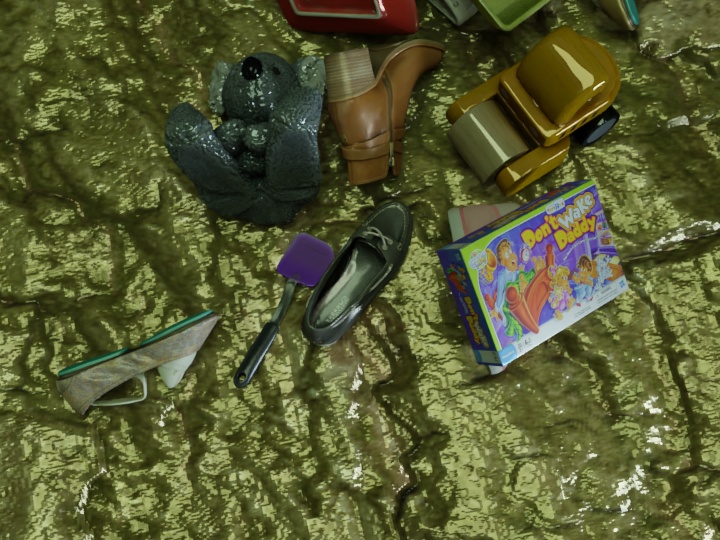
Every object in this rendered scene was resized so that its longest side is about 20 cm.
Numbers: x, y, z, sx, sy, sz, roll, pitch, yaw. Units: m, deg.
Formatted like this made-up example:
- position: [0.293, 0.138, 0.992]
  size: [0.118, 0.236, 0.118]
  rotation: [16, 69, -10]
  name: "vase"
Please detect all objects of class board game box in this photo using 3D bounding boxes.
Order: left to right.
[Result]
- position: [0.191, 0.000, 1.157]
  size: [0.200, 0.045, 0.135]
  rotation: [-28, 103, -28]
  name: "board game box"

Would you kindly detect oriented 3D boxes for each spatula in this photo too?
- position: [-0.094, 0.048, 1.233]
  size: [0.056, 0.021, 0.200]
  rotation: [24, 78, 15]
  name: "spatula"

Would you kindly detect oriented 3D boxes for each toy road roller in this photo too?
- position: [0.204, -0.194, 1.222]
  size: [0.200, 0.146, 0.123]
  rotation: [-33, 75, -7]
  name: "toy road roller"

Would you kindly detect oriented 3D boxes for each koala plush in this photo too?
- position: [-0.119, -0.176, 1.244]
  size: [0.177, 0.184, 0.200]
  rotation: [-7, 53, 7]
  name: "koala plush"

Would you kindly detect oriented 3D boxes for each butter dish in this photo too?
- position: [-0.013, -0.395, 1.259]
  size: [0.199, 0.200, 0.148]
  rotation: [10, 53, 30]
  name: "butter dish"

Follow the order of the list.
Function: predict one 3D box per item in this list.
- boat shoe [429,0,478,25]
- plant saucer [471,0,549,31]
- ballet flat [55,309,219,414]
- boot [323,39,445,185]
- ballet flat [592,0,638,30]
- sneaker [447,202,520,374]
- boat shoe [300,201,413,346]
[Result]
- position: [0.066, -0.377, 1.321]
  size: [0.200, 0.071, 0.070]
  rotation: [41, 86, 10]
  name: "boat shoe"
- position: [0.161, -0.393, 1.255]
  size: [0.200, 0.048, 0.200]
  rotation: [-40, 90, -26]
  name: "plant saucer"
- position: [-0.244, 0.109, 1.210]
  size: [0.200, 0.068, 0.067]
  rotation: [-22, 94, 2]
  name: "ballet flat"
- position: [0.040, -0.190, 1.259]
  size: [0.077, 0.200, 0.156]
  rotation: [-2, 104, 38]
  name: "boot"
- position: [0.296, -0.379, 1.322]
  size: [0.063, 0.069, 0.200]
  rotation: [-18, 70, 27]
  name: "ballet flat"
- position: [0.167, 0.012, 1.203]
  size: [0.104, 0.075, 0.200]
  rotation: [-12, 70, 5]
  name: "sneaker"
- position: [0.000, 0.000, 1.224]
  size: [0.067, 0.057, 0.200]
  rotation: [32, 79, 10]
  name: "boat shoe"
